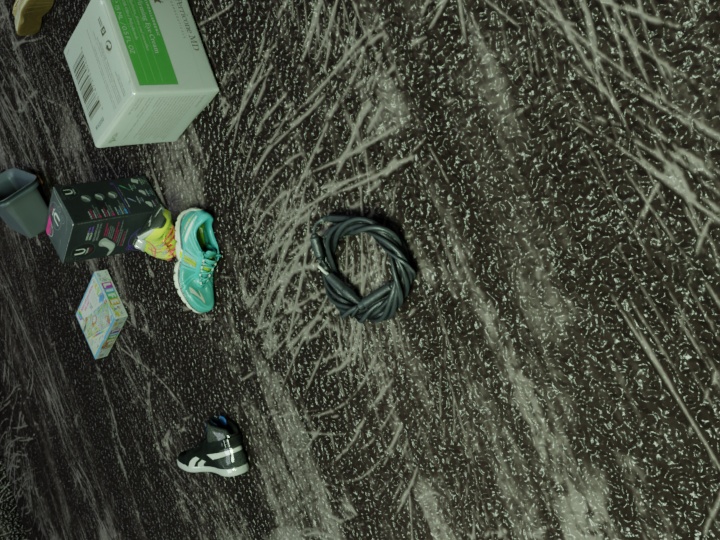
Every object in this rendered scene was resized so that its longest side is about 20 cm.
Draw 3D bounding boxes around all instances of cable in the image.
[{"bbox_3d":[0.000,0.000,1.086,0.199,0.051,0.165,9,107,46],"label":"cable"}]

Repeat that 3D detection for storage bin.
[{"bbox_3d":[-0.895,-0.178,1.974,0.199,0.145,0.135,18,141,43],"label":"storage bin"}]

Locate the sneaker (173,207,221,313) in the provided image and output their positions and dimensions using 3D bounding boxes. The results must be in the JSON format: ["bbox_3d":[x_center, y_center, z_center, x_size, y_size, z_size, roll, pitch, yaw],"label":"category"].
[{"bbox_3d":[-0.302,-0.016,1.400,0.079,0.077,0.202,5,104,38],"label":"sneaker"}]

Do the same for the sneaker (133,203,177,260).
[{"bbox_3d":[-0.379,-0.066,1.447,0.090,0.078,0.200,34,163,-11],"label":"sneaker"}]

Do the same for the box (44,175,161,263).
[{"bbox_3d":[-0.517,-0.105,1.512,0.106,0.199,0.122,54,133,22],"label":"box"}]

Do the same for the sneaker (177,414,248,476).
[{"bbox_3d":[-0.302,0.345,1.506,0.199,0.073,0.113,-6,93,40],"label":"sneaker"}]

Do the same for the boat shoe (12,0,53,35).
[{"bbox_3d":[-0.777,-0.627,1.750,0.199,0.073,0.070,-25,88,49],"label":"boat shoe"}]

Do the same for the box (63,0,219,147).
[{"bbox_3d":[-0.391,-0.354,1.327,0.200,0.171,0.200,-29,79,47],"label":"box"}]

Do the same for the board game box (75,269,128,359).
[{"bbox_3d":[-0.635,0.109,1.826,0.135,0.034,0.200,59,136,18],"label":"board game box"}]
